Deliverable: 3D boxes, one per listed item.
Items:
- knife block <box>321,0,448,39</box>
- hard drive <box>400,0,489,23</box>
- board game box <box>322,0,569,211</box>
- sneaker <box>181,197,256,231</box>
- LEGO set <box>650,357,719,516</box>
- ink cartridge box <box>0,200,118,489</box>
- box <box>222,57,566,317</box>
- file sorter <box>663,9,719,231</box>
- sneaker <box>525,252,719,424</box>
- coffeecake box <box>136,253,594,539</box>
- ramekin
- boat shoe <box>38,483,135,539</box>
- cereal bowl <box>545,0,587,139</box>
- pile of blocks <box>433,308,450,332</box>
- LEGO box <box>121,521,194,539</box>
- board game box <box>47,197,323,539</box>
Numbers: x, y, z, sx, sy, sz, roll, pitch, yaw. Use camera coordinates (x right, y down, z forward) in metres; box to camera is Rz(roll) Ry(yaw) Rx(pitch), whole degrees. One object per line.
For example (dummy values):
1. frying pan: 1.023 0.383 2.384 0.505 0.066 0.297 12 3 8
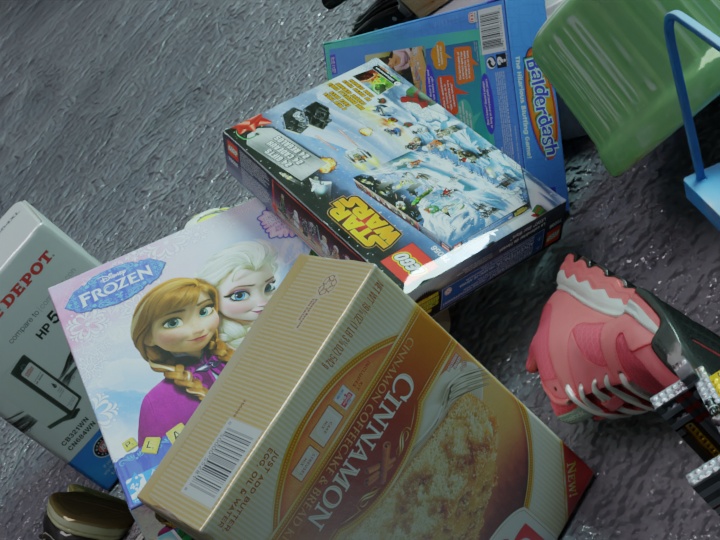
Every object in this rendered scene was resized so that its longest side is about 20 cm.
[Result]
1. knife block: 0.050 -0.237 0.947 0.176 0.064 0.200 -48 22 6
2. hard drive: 0.083 -0.231 0.995 0.200 0.025 0.132 -11 44 59
3. board game box: 0.058 -0.110 0.924 0.045 0.152 0.200 -12 7 -40
4. sneaker: -0.079 -0.032 1.003 0.076 0.075 0.200 -28 7 21
5. LEGO set: 0.211 0.089 0.518 0.154 0.116 0.200 -32 34 24
6. ink cartridge box: -0.246 0.063 1.034 0.146 0.200 0.084 -50 31 -5
7. box: 0.019 -0.058 0.838 0.137 0.040 0.200 -29 52 -25
8. file sorter: 0.267 -0.091 0.595 0.200 0.123 0.139 -22 33 -1
9. sneaker: 0.146 0.055 0.685 0.087 0.074 0.200 -58 14 4
10. coffeecake box: 0.011 0.113 0.659 0.073 0.200 0.154 9 62 55
11. ramekin: 0.198 -0.157 0.748 0.200 0.098 0.200 -40 -3 -3
12. boat shoe: -0.199 0.199 0.916 0.201 0.072 0.066 154 132 -78
13. cereal bowl: 0.170 -0.199 0.940 0.200 0.083 0.200 -31 35 24
14. pile of blocks: 0.000 0.000 0.917 0.082 0.062 0.200 -19 47 -23
15. LEGO box: -0.076 0.205 0.780 0.149 0.077 0.200 -55 31 -14
16. board game box: -0.082 0.047 0.813 0.200 0.041 0.200 -25 49 -10
